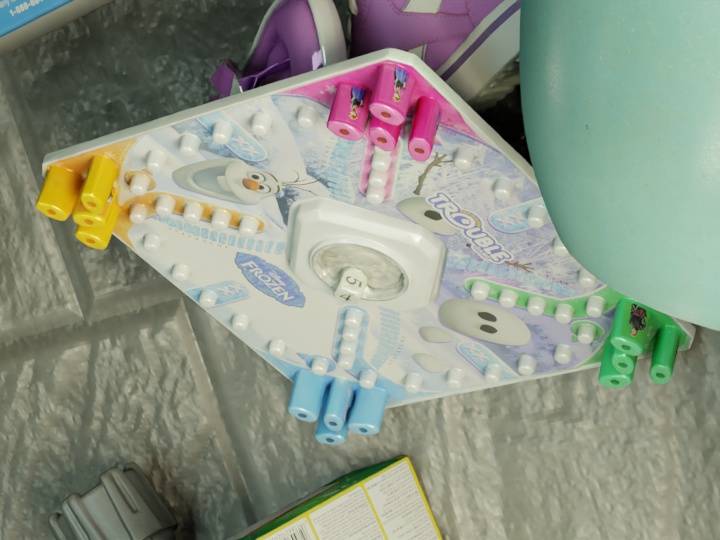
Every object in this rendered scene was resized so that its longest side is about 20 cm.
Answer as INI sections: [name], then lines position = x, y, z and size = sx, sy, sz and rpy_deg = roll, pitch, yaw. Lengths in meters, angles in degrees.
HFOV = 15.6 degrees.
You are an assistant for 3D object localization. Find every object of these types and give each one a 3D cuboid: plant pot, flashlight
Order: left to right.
[flashlight]
position = -0.072, 0.184, 1.233
size = 0.068, 0.068, 0.200
rpy_deg = -34, 81, 10
[plant pot]
position = 0.144, -0.073, 0.881
size = 0.200, 0.200, 0.162
rpy_deg = 25, 117, 29

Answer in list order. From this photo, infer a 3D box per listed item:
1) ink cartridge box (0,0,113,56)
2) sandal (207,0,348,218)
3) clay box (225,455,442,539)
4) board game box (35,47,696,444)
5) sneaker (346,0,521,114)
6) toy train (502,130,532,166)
[ink cartridge box]
position = -0.178, -0.201, 1.166
size = 0.144, 0.084, 0.201
rpy_deg = -19, 94, 40
[sandal]
position = -0.050, -0.053, 1.087
size = 0.203, 0.050, 0.083
rpy_deg = 132, 125, -65
[clay box]
position = 0.011, 0.194, 1.138
size = 0.047, 0.115, 0.201
rpy_deg = -20, 92, 41
[board game box]
position = 0.000, 0.000, 1.056
size = 0.199, 0.026, 0.200
rpy_deg = -13, 138, 40
[sneaker]
position = 0.020, -0.113, 1.038
size = 0.114, 0.073, 0.200
rpy_deg = 53, 140, 4
[toy train]
position = 0.092, -0.063, 1.041
size = 0.046, 0.034, 0.200
rpy_deg = 42, 127, 3
